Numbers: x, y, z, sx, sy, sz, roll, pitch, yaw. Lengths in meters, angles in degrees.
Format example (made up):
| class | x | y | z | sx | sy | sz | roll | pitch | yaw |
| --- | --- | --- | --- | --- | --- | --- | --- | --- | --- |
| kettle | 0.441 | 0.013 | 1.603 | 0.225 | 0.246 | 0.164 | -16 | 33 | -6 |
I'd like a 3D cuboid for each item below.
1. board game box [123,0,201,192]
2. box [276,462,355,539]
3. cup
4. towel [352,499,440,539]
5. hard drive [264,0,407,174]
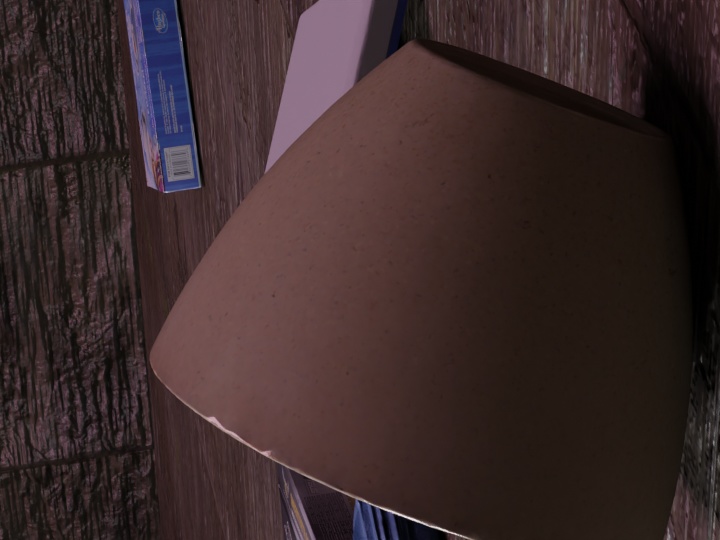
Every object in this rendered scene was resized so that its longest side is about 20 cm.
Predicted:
| class | x | y | z | sx | sy | sz | roll | pitch | yaw |
| --- | --- | --- | --- | --- | --- | --- | --- | --- | --- |
| board game box | -0.201 | -0.182 | 2.874 | 0.199 | 0.043 | 0.201 | -157 | 59 | -82 |
| box | -0.015 | 0.221 | 1.983 | 0.200 | 0.048 | 0.159 | -118 | 23 | -66 |
| cup | 0.041 | 0.001 | 1.035 | 0.200 | 0.199 | 0.144 | -126 | 55 | -72 |
| towel | 0.030 | 0.220 | 1.678 | 0.112 | 0.048 | 0.201 | 93 | 166 | -55 |
| hard drive | -0.023 | -0.055 | 1.539 | 0.132 | 0.025 | 0.201 | 154 | 131 | -68 |
